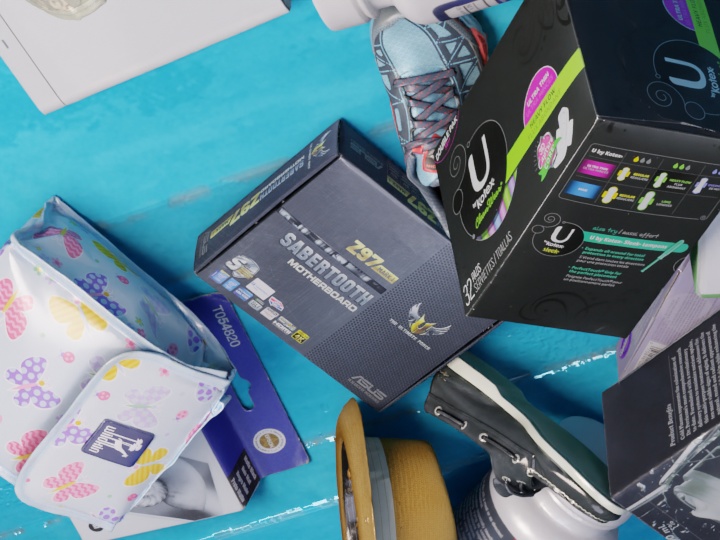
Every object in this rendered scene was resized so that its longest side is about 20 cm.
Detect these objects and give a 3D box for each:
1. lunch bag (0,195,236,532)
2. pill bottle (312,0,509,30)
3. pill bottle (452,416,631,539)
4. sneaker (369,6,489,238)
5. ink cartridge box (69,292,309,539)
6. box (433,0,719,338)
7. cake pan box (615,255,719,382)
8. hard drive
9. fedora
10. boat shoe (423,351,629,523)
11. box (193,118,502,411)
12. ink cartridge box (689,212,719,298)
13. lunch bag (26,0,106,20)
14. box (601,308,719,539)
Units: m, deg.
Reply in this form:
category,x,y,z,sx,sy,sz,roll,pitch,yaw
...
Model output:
category,x,y,z,sx,sy,sz,roll,pitch,yaw
lunch bag,-0.212,0.077,1.710,0.200,0.127,0.170,41,112,-6
pill bottle,0.063,-0.227,1.502,0.200,0.120,0.120,-15,127,13
pill bottle,0.135,0.213,1.852,0.119,0.120,0.200,26,125,-18
sneaker,0.062,-0.103,1.616,0.079,0.096,0.200,-15,127,13
ink cartridge box,-0.166,0.121,1.836,0.200,0.041,0.200,-16,126,13
box,0.149,-0.077,1.489,0.124,0.149,0.200,8,138,-21
cake pan box,0.311,0.032,1.748,0.184,0.052,0.200,16,127,-9
hard drive,-0.166,-0.196,1.593,0.200,0.027,0.132,-21,125,17
fedora,0.029,0.195,1.804,0.082,0.201,0.201,-6,129,-6
boat shoe,0.119,0.138,1.751,0.066,0.199,0.074,-56,151,12
box,0.000,0.000,1.729,0.158,0.051,0.200,-38,119,26
ink cartridge box,0.291,-0.073,1.569,0.145,0.200,0.084,-2,125,3
lunch bag,-0.216,-0.260,1.432,0.117,0.200,0.164,-29,123,22
box,0.318,0.127,1.718,0.200,0.124,0.197,36,124,-25
